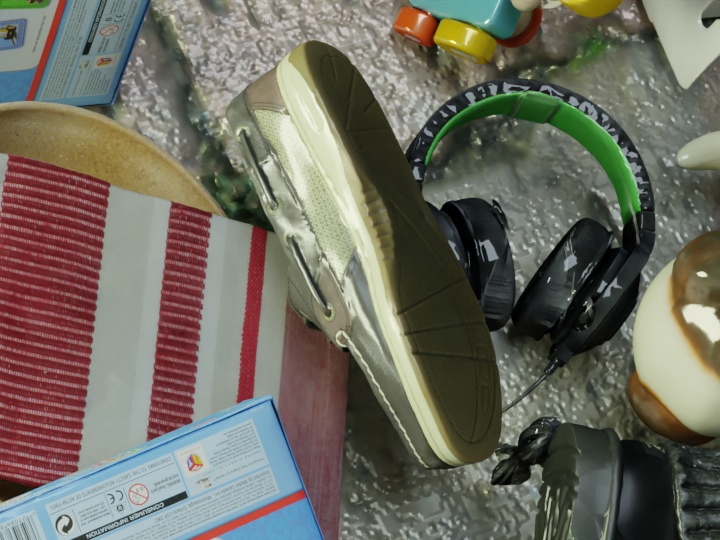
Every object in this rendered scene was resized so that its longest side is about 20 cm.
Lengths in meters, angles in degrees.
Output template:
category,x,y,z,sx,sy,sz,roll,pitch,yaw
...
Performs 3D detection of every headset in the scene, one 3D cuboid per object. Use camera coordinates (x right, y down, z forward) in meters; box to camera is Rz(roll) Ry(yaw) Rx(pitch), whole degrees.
category,x,y,z,sx,sy,sz,roll,pitch,yaw
headset,0.077,0.001,1.286,0.123,0.094,0.200,11,69,-12

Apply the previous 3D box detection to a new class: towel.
category,x,y,z,sx,sy,sz,roll,pitch,yaw
towel,-0.094,0.036,1.206,0.200,0.023,0.144,17,63,-27

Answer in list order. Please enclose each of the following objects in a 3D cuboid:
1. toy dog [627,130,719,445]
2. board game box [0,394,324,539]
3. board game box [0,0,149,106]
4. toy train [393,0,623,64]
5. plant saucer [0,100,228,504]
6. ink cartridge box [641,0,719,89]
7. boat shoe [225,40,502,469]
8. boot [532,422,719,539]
category,x,y,z,sx,sy,sz,roll,pitch,yaw
toy dog,0.206,0.006,1.275,0.194,0.140,0.200,42,44,13
board game box,-0.071,0.172,1.151,0.151,0.037,0.200,-22,92,-26
board game box,-0.193,-0.116,1.219,0.200,0.151,0.037,-7,65,-21
toy train,0.100,-0.180,1.361,0.056,0.200,0.150,27,45,-48
plant saucer,-0.132,0.025,1.220,0.200,0.035,0.201,15,61,-30
ink cartridge box,0.179,-0.205,1.407,0.068,0.115,0.200,-7,67,-28
boat shoe,-0.001,0.000,1.228,0.072,0.066,0.201,-6,71,-58
boot,0.149,0.171,1.195,0.157,0.079,0.212,10,90,-11
